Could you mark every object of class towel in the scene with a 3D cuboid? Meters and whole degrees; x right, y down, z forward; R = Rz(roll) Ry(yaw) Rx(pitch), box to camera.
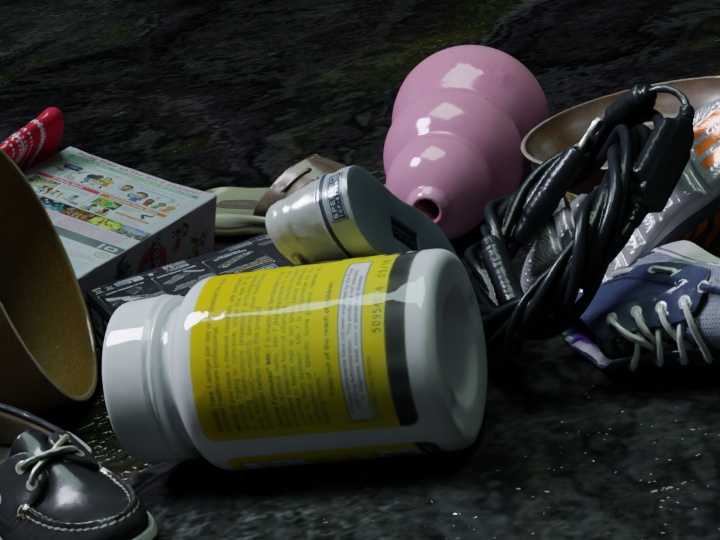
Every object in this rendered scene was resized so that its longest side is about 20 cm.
[{"bbox_3d":[-0.313,-0.038,1.590,0.200,0.022,0.145,-44,-8,-35],"label":"towel"}]

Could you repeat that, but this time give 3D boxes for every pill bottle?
[{"bbox_3d":[-0.037,0.054,1.153,0.200,0.115,0.114,-7,18,18],"label":"pill bottle"}]

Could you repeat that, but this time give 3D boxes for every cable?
[{"bbox_3d":[0.116,-0.027,1.225,0.163,0.051,0.200,-21,32,50],"label":"cable"}]

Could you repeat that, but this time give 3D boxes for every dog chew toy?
[{"bbox_3d":[0.073,-0.090,1.539,0.124,0.125,0.200,-6,26,20],"label":"dog chew toy"}]

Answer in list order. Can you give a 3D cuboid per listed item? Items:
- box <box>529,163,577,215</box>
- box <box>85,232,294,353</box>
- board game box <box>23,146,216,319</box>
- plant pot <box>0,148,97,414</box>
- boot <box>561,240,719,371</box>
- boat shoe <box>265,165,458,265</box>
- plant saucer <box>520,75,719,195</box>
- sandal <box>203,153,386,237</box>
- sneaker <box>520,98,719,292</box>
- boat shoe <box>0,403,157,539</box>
[{"bbox_3d":[0.253,-0.075,1.469,0.200,0.050,0.198,-20,20,-17],"label":"box"},{"bbox_3d":[-0.064,0.026,1.353,0.200,0.050,0.158,-19,23,-20],"label":"box"},{"bbox_3d":[-0.224,-0.017,1.538,0.147,0.064,0.200,19,32,26],"label":"board game box"},{"bbox_3d":[-0.303,0.037,1.338,0.200,0.187,0.186,-23,16,8],"label":"plant pot"},{"bbox_3d":[0.184,0.035,1.153,0.090,0.073,0.200,-24,11,-11],"label":"boot"},{"bbox_3d":[0.000,0.004,1.237,0.086,0.075,0.202,-17,-25,21],"label":"boat shoe"},{"bbox_3d":[0.213,-0.091,1.417,0.200,0.035,0.200,-13,19,4],"label":"plant saucer"},{"bbox_3d":[-0.052,-0.062,1.629,0.201,0.057,0.080,-1,21,25],"label":"sandal"},{"bbox_3d":[0.204,-0.019,1.295,0.200,0.112,0.078,-36,47,25],"label":"sneaker"},{"bbox_3d":[-0.181,0.117,1.146,0.074,0.060,0.200,-20,19,-27],"label":"boat shoe"}]
